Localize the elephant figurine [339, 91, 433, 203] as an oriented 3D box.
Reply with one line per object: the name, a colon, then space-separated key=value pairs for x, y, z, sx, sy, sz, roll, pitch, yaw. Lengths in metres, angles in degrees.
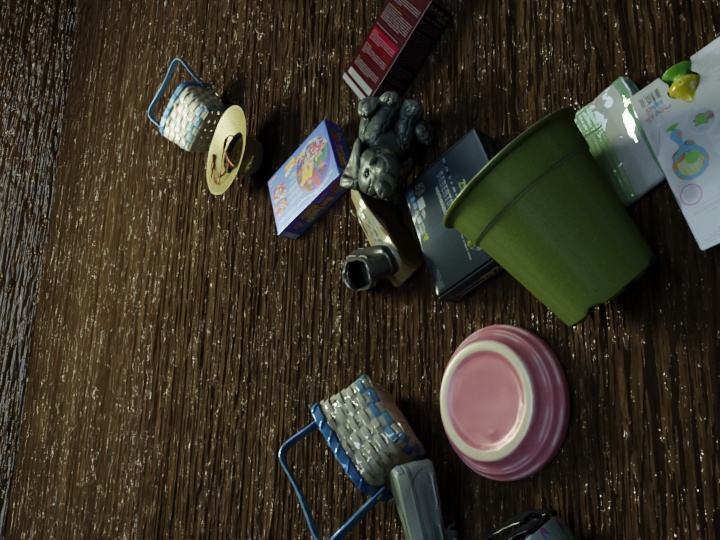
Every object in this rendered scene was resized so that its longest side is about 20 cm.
elephant figurine: x=0.029 y=-0.169 z=1.011 sx=0.139 sy=0.155 sz=0.203 roll=4 pitch=65 yaw=27

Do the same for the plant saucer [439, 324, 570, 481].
plant saucer: x=0.176 y=0.171 z=0.841 sx=0.199 sy=0.050 sz=0.205 roll=-16 pitch=69 yaw=45

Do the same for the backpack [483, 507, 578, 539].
backpack: x=0.179 y=0.367 z=0.726 sx=0.127 sy=0.166 sz=0.201 roll=49 pitch=114 yaw=21

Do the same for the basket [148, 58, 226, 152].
basket: x=-0.438 y=-0.400 z=1.595 sx=0.200 sy=0.139 sz=0.177 roll=44 pitch=116 yaw=11

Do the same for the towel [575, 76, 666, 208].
towel: x=0.284 y=-0.130 z=0.813 sx=0.199 sy=0.030 sz=0.151 roll=-39 pitch=53 yaw=36

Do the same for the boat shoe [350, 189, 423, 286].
boat shoe: x=0.029 y=-0.067 z=1.050 sx=0.063 sy=0.072 sz=0.202 roll=-52 pitch=50 yaw=33

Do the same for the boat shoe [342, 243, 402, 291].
boat shoe: x=0.000 y=0.000 z=1.025 sx=0.068 sy=0.056 sz=0.200 roll=65 pitch=157 yaw=-1

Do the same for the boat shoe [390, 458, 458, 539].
boat shoe: x=0.097 y=0.352 z=0.856 sx=0.070 sy=0.070 sz=0.205 roll=-169 pitch=63 yaw=-77

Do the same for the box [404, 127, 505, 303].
box: x=0.153 y=-0.079 z=0.930 sx=0.157 sy=0.050 sz=0.203 roll=-38 pitch=54 yaw=35

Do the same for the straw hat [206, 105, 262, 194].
straw hat: x=-0.265 y=-0.258 z=1.422 sx=0.200 sy=0.084 sz=0.205 roll=-18 pitch=68 yaw=51

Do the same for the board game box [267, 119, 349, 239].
board game box: x=-0.100 y=-0.174 z=1.244 sx=0.199 sy=0.044 sz=0.137 roll=-39 pitch=54 yaw=36

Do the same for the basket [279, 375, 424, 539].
basket: x=-0.016 y=0.275 z=0.938 sx=0.199 sy=0.140 sz=0.177 roll=-36 pitch=49 yaw=0

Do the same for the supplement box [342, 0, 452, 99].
supplement box: x=0.060 y=-0.388 z=1.108 sx=0.201 sy=0.060 sz=0.109 roll=-54 pitch=47 yaw=25

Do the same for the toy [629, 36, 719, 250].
toy: x=0.385 y=-0.135 z=0.686 sx=0.115 sy=0.047 sz=0.203 roll=-33 pitch=63 yaw=38

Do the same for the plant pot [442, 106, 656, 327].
plant pot: x=0.229 y=-0.046 z=0.737 sx=0.191 sy=0.199 sz=0.200 roll=52 pitch=121 yaw=12
